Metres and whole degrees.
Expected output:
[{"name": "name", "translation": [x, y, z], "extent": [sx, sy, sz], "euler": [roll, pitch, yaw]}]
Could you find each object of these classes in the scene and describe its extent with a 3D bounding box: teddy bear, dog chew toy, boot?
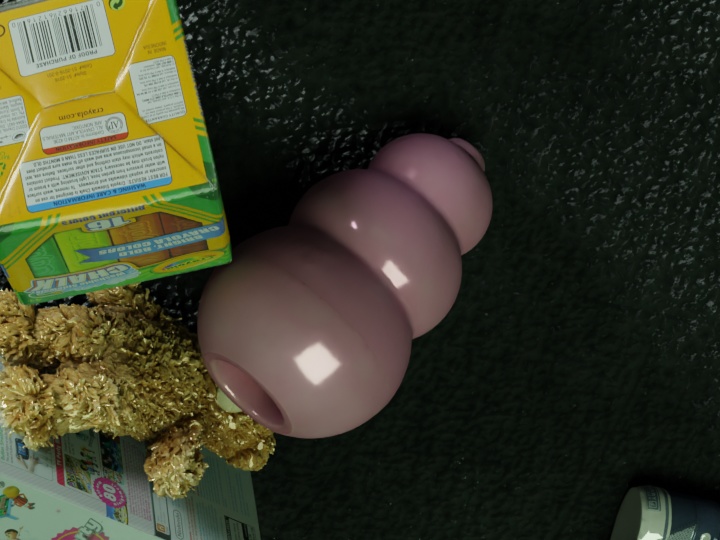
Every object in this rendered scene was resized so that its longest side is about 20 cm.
[{"name": "teddy bear", "translation": [-0.128, 0.061, 1.574], "extent": [0.200, 0.145, 0.067], "euler": [22, 128, -20]}, {"name": "dog chew toy", "translation": [0.000, 0.000, 1.548], "extent": [0.200, 0.125, 0.125], "euler": [-47, 130, -20]}, {"name": "boot", "translation": [0.199, 0.235, 1.814], "extent": [0.090, 0.073, 0.200], "euler": [10, 123, -12]}]

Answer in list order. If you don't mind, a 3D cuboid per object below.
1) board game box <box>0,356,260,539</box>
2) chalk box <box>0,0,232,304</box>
[{"name": "board game box", "translation": [-0.160, 0.119, 1.604], "extent": [0.200, 0.148, 0.064], "euler": [26, 120, -27]}, {"name": "chalk box", "translation": [-0.142, -0.060, 1.463], "extent": [0.125, 0.124, 0.200], "euler": [-13, 165, -2]}]
